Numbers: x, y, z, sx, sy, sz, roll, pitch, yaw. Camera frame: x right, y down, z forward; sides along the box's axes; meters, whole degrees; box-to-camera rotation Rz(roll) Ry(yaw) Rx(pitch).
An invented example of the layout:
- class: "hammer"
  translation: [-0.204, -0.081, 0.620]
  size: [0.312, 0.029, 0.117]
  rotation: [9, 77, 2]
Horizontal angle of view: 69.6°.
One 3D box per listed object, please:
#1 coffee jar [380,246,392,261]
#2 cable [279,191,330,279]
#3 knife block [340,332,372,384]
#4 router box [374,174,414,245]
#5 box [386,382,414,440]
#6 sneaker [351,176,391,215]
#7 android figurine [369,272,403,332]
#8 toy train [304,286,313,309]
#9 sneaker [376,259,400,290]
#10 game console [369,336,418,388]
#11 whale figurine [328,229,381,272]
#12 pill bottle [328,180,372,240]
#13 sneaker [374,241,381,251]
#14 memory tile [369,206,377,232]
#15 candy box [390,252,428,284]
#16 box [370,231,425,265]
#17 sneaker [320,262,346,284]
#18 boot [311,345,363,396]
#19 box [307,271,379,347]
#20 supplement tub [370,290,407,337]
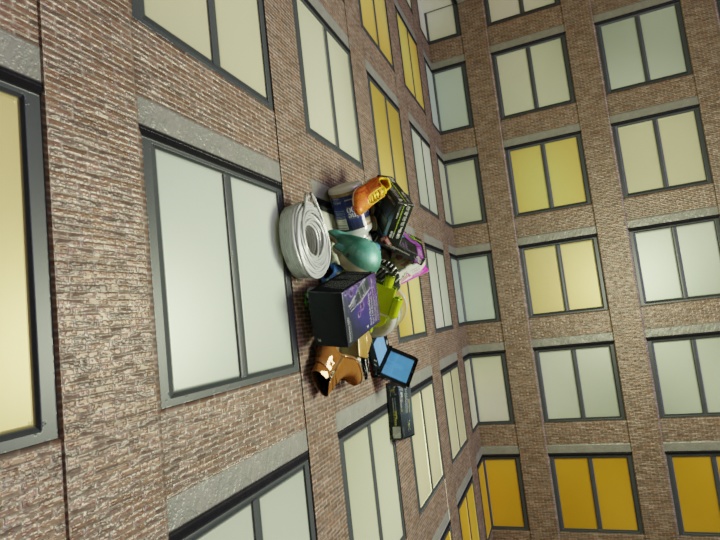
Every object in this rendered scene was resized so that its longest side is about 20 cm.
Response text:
- class: "coffee jar"
  translation: [0.069, -0.109, 1.865]
  size: [0.201, 0.103, 0.086]
  rotation: [-78, 153, -43]
- class: "cable"
  translation: [-0.143, -0.077, 1.340]
  size: [0.201, 0.069, 0.201]
  rotation: [-74, 149, -46]
- class: "knife block"
  translation: [-0.024, 0.228, 1.538]
  size: [0.176, 0.063, 0.202]
  rotation: [-68, 144, -55]
- class: "router box"
  translation: [0.089, -0.197, 1.675]
  size: [0.201, 0.061, 0.151]
  rotation: [-118, -140, -49]
- class: "box"
  translation: [0.150, 0.512, 1.906]
  size: [0.158, 0.050, 0.202]
  rotation: [29, 55, -66]
- class: "sneaker"
  translation: [0.032, -0.232, 1.552]
  size: [0.200, 0.076, 0.073]
  rotation: [-56, 133, -44]
- class: "android figurine"
  translation: [0.036, 0.093, 1.594]
  size: [0.041, 0.180, 0.202]
  rotation: [-42, 153, -72]
- class: "toy train"
  translation: [-0.100, 0.117, 1.421]
  size: [0.057, 0.041, 0.201]
  rotation: [-92, 161, -44]
- class: "sneaker"
  translation: [0.066, 0.007, 1.742]
  size: [0.200, 0.078, 0.091]
  rotation: [45, -17, 30]
- class: "game console"
  translation: [0.113, 0.289, 1.802]
  size: [0.200, 0.117, 0.174]
  rotation: [-52, 130, -63]
- class: "whale figurine"
  translation: [-0.017, -0.067, 1.520]
  size: [0.158, 0.104, 0.200]
  rotation: [14, 29, -46]
- class: "pill bottle"
  translation: [-0.025, -0.171, 1.628]
  size: [0.111, 0.110, 0.202]
  rotation: [-53, 131, -62]
- class: "sneaker"
  translation: [0.000, 0.000, 1.679]
  size: [0.073, 0.081, 0.201]
  rotation: [41, 65, -37]
- class: "memory tile"
  translation: [0.016, -0.200, 1.729]
  size: [0.200, 0.017, 0.155]
  rotation: [179, -100, -76]
- class: "candy box"
  translation: [0.142, -0.031, 1.866]
  size: [0.200, 0.135, 0.061]
  rotation: [-127, -167, -61]
- class: "box"
  translation: [0.125, -0.104, 1.767]
  size: [0.198, 0.036, 0.143]
  rotation: [24, 28, -15]
- class: "sneaker"
  translation: [-0.061, 0.004, 1.515]
  size: [0.201, 0.075, 0.106]
  rotation: [-67, 142, -53]
- class: "boot"
  translation: [-0.063, 0.279, 1.394]
  size: [0.156, 0.076, 0.201]
  rotation: [-72, 144, -53]
- class: "box"
  translation: [-0.039, 0.097, 1.370]
  size: [0.200, 0.103, 0.150]
  rotation: [-33, 119, -58]
- class: "supplement tub"
  translation: [0.074, 0.131, 1.724]
  size: [0.200, 0.143, 0.146]
  rotation: [-23, 103, -68]
